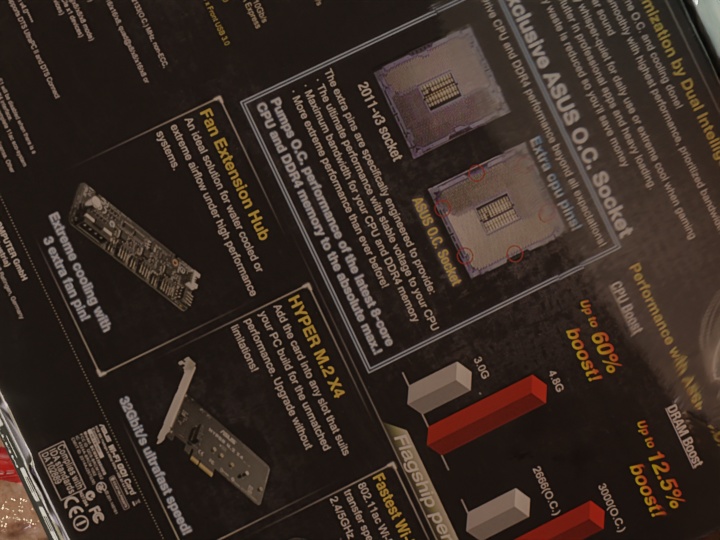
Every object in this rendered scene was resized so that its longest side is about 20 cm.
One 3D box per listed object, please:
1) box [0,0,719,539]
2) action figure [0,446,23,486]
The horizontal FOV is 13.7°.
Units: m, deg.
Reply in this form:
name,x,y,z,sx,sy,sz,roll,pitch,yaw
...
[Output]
name,x,y,z,sx,sy,sz,roll,pitch,yaw
box,-0.010,-0.021,0.593,0.201,0.157,0.050,64,169,0
action figure,-0.064,0.040,1.034,0.052,0.200,0.066,22,-136,-38
